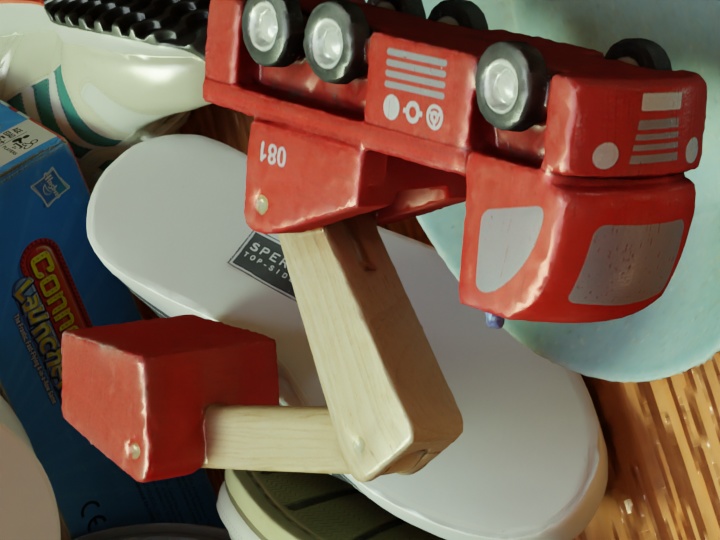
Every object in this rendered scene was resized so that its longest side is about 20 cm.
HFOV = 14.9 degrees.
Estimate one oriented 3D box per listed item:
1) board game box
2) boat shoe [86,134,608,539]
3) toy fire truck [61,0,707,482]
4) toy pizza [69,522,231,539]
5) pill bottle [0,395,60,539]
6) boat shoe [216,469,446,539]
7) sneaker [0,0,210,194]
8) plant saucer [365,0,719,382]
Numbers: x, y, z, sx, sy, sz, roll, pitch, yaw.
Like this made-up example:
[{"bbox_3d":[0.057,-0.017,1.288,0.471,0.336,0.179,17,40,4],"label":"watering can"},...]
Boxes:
[{"bbox_3d":[-0.137,0.020,0.980,0.195,0.056,0.201,31,147,51],"label":"board game box"},{"bbox_3d":[-0.001,0.030,0.817,0.199,0.072,0.068,30,162,34],"label":"boat shoe"},{"bbox_3d":[0.000,0.000,0.704,0.199,0.048,0.142,19,109,48],"label":"toy fire truck"},{"bbox_3d":[-0.064,0.184,0.895,0.032,0.199,0.201,42,-155,-74],"label":"toy pizza"},{"bbox_3d":[-0.170,0.075,0.893,0.200,0.112,0.114,6,107,63],"label":"pill bottle"},{"bbox_3d":[0.020,0.111,0.800,0.200,0.074,0.069,33,124,48],"label":"boat shoe"},{"bbox_3d":[-0.076,-0.059,0.914,0.199,0.070,0.094,11,129,55],"label":"sneaker"},{"bbox_3d":[0.063,-0.074,0.691,0.201,0.038,0.203,30,127,50],"label":"plant saucer"}]
